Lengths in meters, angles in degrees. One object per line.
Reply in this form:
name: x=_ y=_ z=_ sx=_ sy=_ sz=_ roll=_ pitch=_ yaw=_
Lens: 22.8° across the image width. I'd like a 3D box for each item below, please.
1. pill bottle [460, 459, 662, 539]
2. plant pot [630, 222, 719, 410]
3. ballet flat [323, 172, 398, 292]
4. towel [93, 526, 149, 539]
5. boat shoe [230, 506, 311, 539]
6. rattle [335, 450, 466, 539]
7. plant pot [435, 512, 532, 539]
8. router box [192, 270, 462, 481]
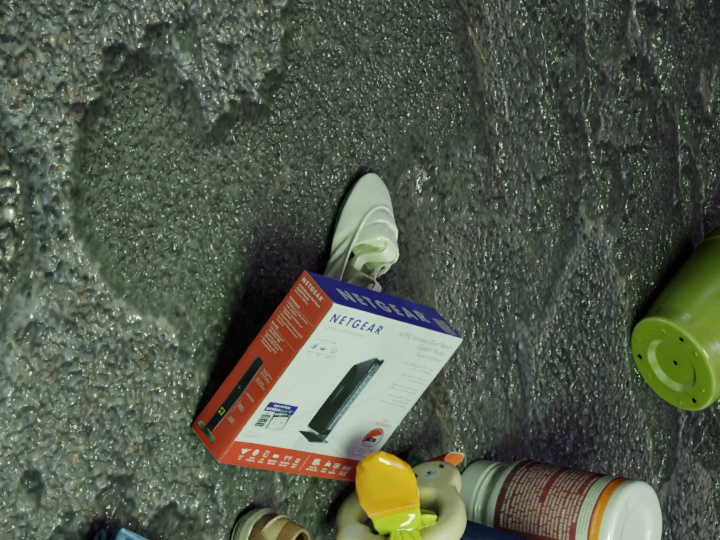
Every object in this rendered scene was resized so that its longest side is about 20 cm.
pill bottle: x=0.202 y=0.260 z=1.863 sx=0.114 sy=0.200 sz=0.115 roll=-11 pitch=104 yaw=-51
plant pot: x=0.435 y=0.067 z=2.162 sx=0.193 sy=0.200 sz=0.201 roll=-33 pitch=120 yaw=-31
ballet flat: x=0.000 y=0.000 z=1.681 sx=0.069 sy=0.069 sz=0.200 roll=46 pitch=60 yaw=-45
towel: x=-0.164 y=0.297 z=1.505 sx=0.200 sy=0.048 sz=0.112 roll=36 pitch=79 yaw=-43
boat shoe: x=-0.079 y=0.318 z=1.618 sx=0.076 sy=0.072 sz=0.201 roll=-10 pitch=103 yaw=-51
rattle: x=0.042 y=0.184 z=1.707 sx=0.200 sy=0.130 sz=0.143 roll=-49 pitch=121 yaw=-48
plant pot: x=0.074 y=0.359 z=1.724 sx=0.179 sy=0.200 sz=0.201 roll=-5 pitch=100 yaw=-46
router box: x=-0.028 y=0.100 z=1.602 sx=0.200 sy=0.049 sz=0.180 roll=16 pitch=115 yaw=-51
